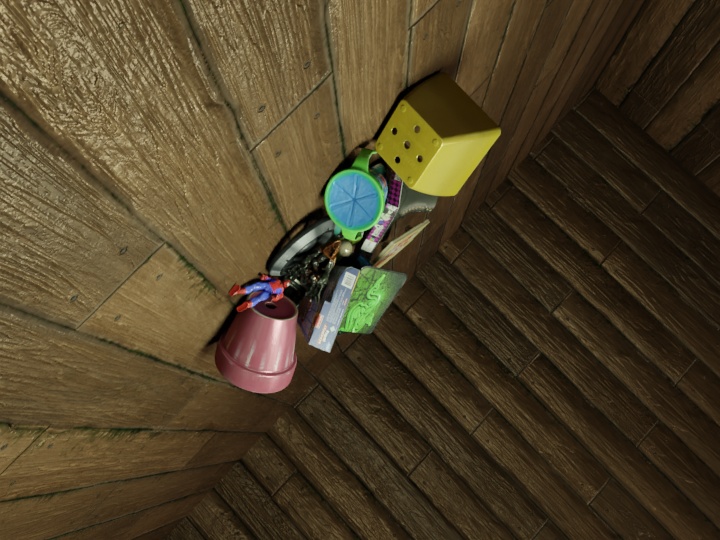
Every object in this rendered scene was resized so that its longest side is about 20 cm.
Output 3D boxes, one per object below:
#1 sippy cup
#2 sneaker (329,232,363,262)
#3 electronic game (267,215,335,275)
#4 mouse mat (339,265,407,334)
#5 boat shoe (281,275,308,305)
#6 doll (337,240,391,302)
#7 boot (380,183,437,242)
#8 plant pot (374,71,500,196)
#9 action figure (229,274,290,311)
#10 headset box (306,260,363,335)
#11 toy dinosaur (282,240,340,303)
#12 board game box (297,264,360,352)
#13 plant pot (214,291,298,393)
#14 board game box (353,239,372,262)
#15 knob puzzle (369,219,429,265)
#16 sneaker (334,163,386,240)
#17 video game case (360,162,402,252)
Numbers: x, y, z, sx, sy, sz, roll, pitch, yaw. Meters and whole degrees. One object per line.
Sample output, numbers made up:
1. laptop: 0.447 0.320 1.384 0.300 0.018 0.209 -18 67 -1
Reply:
1. sippy cup: 0.001 -0.168 1.523 0.177 0.140 0.130 -41 -177 24
2. sneaker: -0.031 -0.098 1.825 0.199 0.076 0.105 -41 -177 -3
3. electronic game: -0.134 -0.056 1.594 0.199 0.042 0.200 -40 174 -5
4. mouse mat: 0.016 0.077 1.689 0.158 0.008 0.202 10 123 -41
5. boat shoe: -0.177 0.055 1.749 0.067 0.074 0.199 -54 179 -10
6. doll: 0.000 0.000 1.705 0.049 0.135 0.200 -55 130 -18
7. boot: 0.123 -0.151 1.764 0.077 0.136 0.205 -176 -73 -76
8. plant pot: 0.149 -0.287 1.510 0.175 0.201 0.201 -22 155 -49
9. action figure: -0.217 0.045 1.568 0.051 0.066 0.199 -35 174 24
10. headset box: -0.066 0.076 1.847 0.092 0.177 0.198 -34 -171 -41
11. toy dinosaur: -0.102 -0.017 1.584 0.136 0.101 0.202 -53 165 -40
12. board game box: -0.094 0.077 1.665 0.199 0.061 0.204 7 -105 68
13. plant pot: -0.231 0.156 1.633 0.199 0.197 0.182 -29 144 -58
14. board game box: 0.013 -0.072 1.899 0.152 0.036 0.204 121 -14 -56
15. knob puzzle: 0.073 -0.055 1.802 0.218 0.031 0.220 -40 174 -5
16. sneaker: 0.005 -0.161 1.662 0.201 0.080 0.071 -49 169 11
17. video game case: 0.058 -0.175 1.678 0.182 0.035 0.204 122 -17 -52
